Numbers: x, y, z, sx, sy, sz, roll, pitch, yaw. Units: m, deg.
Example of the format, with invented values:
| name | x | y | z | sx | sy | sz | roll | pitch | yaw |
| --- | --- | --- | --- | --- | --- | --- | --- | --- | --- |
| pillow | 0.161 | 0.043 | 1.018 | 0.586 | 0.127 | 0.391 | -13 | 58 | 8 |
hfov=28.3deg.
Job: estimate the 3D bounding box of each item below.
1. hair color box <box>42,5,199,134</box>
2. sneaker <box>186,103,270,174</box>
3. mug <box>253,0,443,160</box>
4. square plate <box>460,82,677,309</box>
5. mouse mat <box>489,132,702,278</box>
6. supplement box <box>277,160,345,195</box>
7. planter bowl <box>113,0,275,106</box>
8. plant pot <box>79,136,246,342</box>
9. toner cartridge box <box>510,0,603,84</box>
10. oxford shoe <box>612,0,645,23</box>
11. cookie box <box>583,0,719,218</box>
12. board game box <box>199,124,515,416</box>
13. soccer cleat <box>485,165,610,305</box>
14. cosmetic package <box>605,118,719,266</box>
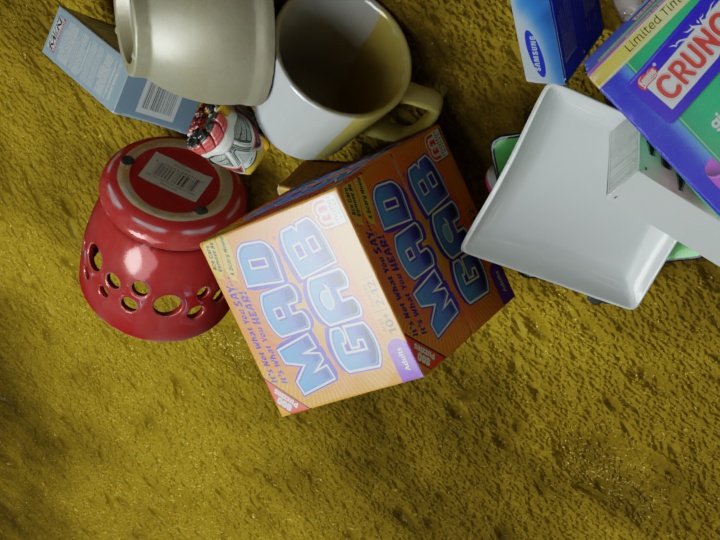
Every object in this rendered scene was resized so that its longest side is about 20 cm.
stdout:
| name | x | y | z | sx | sy | sz | roll | pitch | yaw |
| --- | --- | --- | --- | --- | --- | --- | --- | --- | --- |
| hair color box | -0.264 | -0.223 | 1.578 | 0.200 | 0.098 | 0.061 | 40 | 110 | 47 |
| sneaker | -0.143 | -0.152 | 1.571 | 0.082 | 0.200 | 0.078 | 34 | 106 | -16 |
| mug | -0.030 | -0.178 | 1.483 | 0.187 | 0.149 | 0.153 | 46 | 149 | 1 |
| square plate | 0.223 | -0.071 | 1.376 | 0.198 | 0.029 | 0.199 | 18 | 121 | -14 |
| mouse mat | 0.237 | -0.072 | 1.413 | 0.197 | 0.008 | 0.163 | -7 | 116 | 17 |
| supplement box | 0.006 | -0.077 | 1.609 | 0.198 | 0.069 | 0.067 | 6 | 131 | 32 |
| planter bowl | -0.175 | -0.262 | 1.435 | 0.200 | 0.133 | 0.203 | 173 | 90 | -73 |
| plant pot | -0.237 | -0.044 | 1.726 | 0.199 | 0.201 | 0.184 | 29 | 138 | 11 |
| toner cartridge box | 0.166 | -0.276 | 1.264 | 0.043 | 0.095 | 0.202 | 9 | 133 | 32 |
| oxford shoe | 0.283 | -0.190 | 1.274 | 0.200 | 0.073 | 0.071 | 49 | 141 | -12 |
| cookie box | 0.317 | -0.159 | 1.211 | 0.200 | 0.075 | 0.171 | 44 | 104 | -8 |
| board game box | 0.000 | 0.000 | 1.468 | 0.199 | 0.199 | 0.202 | -19 | 100 | 39 |
| soccer cleat | 0.219 | -0.053 | 1.475 | 0.200 | 0.070 | 0.086 | 42 | 127 | -9 |
| cosmetic package | 0.317 | -0.063 | 1.312 | 0.198 | 0.083 | 0.051 | 28 | 141 | -21 |
